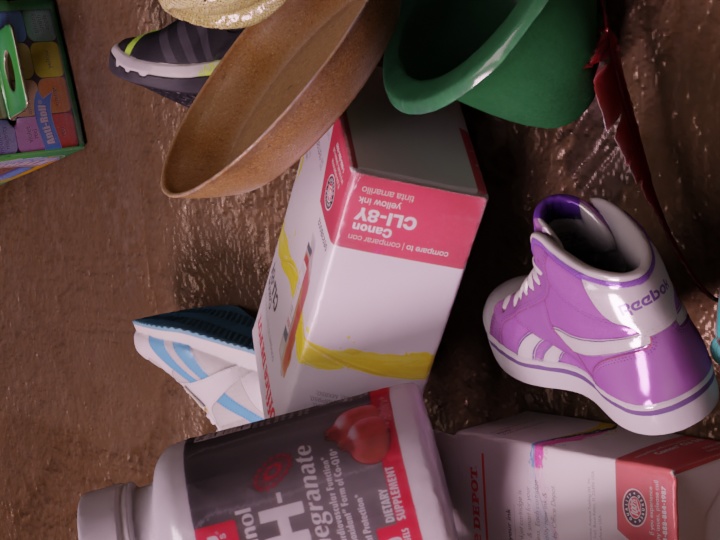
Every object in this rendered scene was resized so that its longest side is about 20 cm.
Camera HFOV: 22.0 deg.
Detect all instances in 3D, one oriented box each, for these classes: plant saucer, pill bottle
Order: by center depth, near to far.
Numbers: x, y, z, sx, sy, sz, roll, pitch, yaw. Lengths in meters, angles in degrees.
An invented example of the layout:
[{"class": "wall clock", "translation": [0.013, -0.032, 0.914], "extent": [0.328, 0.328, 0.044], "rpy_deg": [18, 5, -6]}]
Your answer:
[{"class": "pill bottle", "translation": [-0.050, 0.138, 1.020], "extent": [0.111, 0.198, 0.112], "rpy_deg": [-15, -90, -87]}, {"class": "plant saucer", "translation": [-0.038, -0.112, 1.055], "extent": [0.035, 0.201, 0.199], "rpy_deg": [38, 143, -20]}]

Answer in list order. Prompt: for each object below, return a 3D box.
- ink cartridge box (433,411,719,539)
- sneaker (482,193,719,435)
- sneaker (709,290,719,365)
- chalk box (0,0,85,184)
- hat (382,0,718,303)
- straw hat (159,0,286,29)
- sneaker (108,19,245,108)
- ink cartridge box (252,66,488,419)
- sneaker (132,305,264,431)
[{"class": "ink cartridge box", "translation": [0.119, 0.147, 1.042], "extent": [0.199, 0.067, 0.118], "rpy_deg": [6, 103, 47]}, {"class": "sneaker", "translation": [0.111, 0.004, 0.970], "extent": [0.115, 0.072, 0.200], "rpy_deg": [64, 163, -19]}, {"class": "sneaker", "translation": [0.229, 0.044, 0.876], "extent": [0.120, 0.083, 0.202], "rpy_deg": [-22, 74, 44]}, {"class": "chalk box", "translation": [-0.300, -0.136, 1.427], "extent": [0.199, 0.123, 0.126], "rpy_deg": [-13, 87, 49]}, {"class": "hat", "translation": [0.125, -0.109, 1.016], "extent": [0.165, 0.175, 0.202], "rpy_deg": [-3, 59, 61]}, {"class": "straw hat", "translation": [-0.081, -0.190, 1.096], "extent": [0.200, 0.199, 0.086], "rpy_deg": [-30, 70, 48]}, {"class": "sneaker", "translation": [-0.091, -0.151, 1.239], "extent": [0.199, 0.071, 0.084], "rpy_deg": [13, 84, 46]}, {"class": "ink cartridge box", "translation": [0.000, 0.000, 1.091], "extent": [0.146, 0.082, 0.202], "rpy_deg": [-103, 25, -58]}, {"class": "sneaker", "translation": [-0.091, 0.073, 1.265], "extent": [0.199, 0.076, 0.082], "rpy_deg": [17, 113, 48]}]
